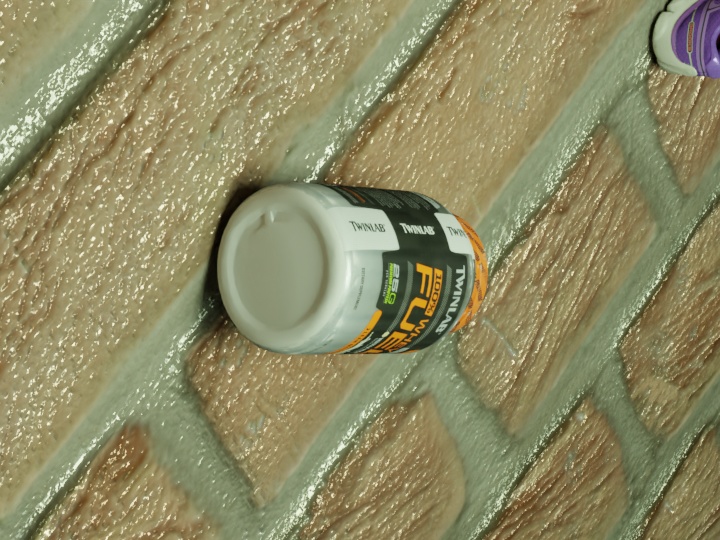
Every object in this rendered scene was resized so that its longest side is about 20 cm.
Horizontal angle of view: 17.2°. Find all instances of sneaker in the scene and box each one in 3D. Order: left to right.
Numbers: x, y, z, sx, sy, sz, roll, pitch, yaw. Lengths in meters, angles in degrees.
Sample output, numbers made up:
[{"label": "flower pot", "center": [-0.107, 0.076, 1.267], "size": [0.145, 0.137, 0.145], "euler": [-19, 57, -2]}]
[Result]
[{"label": "sneaker", "center": [0.338, -0.235, 2.081], "size": [0.200, 0.083, 0.081], "euler": [-52, 144, -22]}]

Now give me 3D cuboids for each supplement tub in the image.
[{"label": "supplement tub", "center": [0.000, 0.000, 1.731], "size": [0.200, 0.122, 0.123], "euler": [1, 109, -53]}]
